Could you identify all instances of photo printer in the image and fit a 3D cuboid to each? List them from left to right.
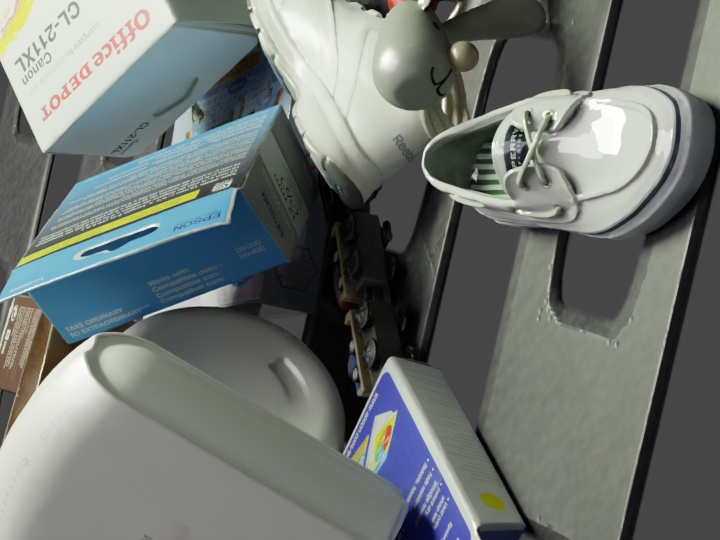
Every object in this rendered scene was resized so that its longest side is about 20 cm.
[{"bbox_3d":[-0.096,0.133,1.322,0.167,0.200,0.069,-58,1,33],"label":"photo printer"}]

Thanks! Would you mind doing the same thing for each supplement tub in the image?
[{"bbox_3d":[-0.099,0.134,1.468,0.200,0.144,0.145,110,156,-44],"label":"supplement tub"}]

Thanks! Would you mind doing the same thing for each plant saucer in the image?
[{"bbox_3d":[-0.194,0.102,1.522,0.200,0.034,0.201,-165,90,-79],"label":"plant saucer"}]

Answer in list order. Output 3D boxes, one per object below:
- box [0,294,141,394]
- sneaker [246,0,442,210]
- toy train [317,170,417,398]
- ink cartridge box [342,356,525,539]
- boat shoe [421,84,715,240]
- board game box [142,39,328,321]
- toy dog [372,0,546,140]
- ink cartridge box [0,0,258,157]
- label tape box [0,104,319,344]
[{"bbox_3d":[-0.172,0.067,1.719,0.200,0.100,0.075,2,75,66],"label":"box"},{"bbox_3d":[-0.007,-0.122,1.487,0.087,0.075,0.200,-30,51,4],"label":"sneaker"},{"bbox_3d":[0.000,0.000,1.466,0.046,0.034,0.200,121,150,-42],"label":"toy train"},{"bbox_3d":[0.020,0.182,1.337,0.198,0.047,0.200,-64,30,25],"label":"ink cartridge box"},{"bbox_3d":[0.095,-0.051,1.246,0.200,0.067,0.074,-17,64,62],"label":"boat shoe"},{"bbox_3d":[-0.073,-0.065,1.639,0.200,0.041,0.200,-9,70,64],"label":"board game box"},{"bbox_3d":[0.064,-0.174,1.342,0.096,0.132,0.201,-8,72,23],"label":"toy dog"},{"bbox_3d":[-0.168,-0.192,1.594,0.146,0.083,0.200,-40,66,33],"label":"ink cartridge box"},{"bbox_3d":[-0.111,-0.017,1.448,0.200,0.143,0.066,-74,-38,-67],"label":"label tape box"}]
